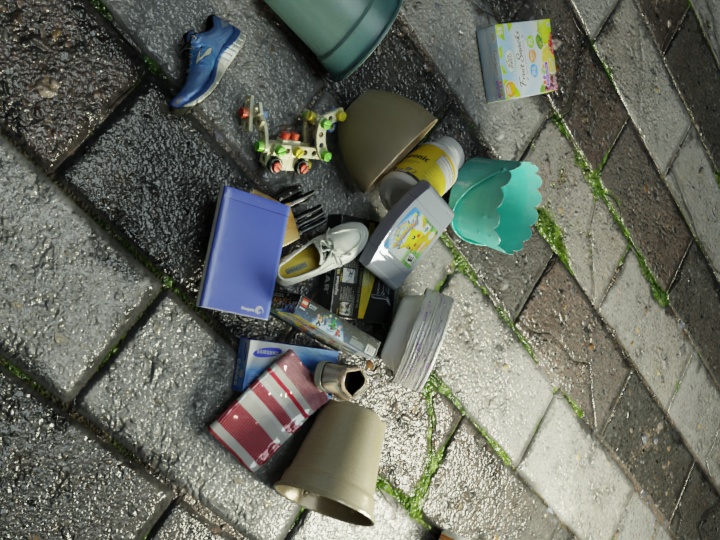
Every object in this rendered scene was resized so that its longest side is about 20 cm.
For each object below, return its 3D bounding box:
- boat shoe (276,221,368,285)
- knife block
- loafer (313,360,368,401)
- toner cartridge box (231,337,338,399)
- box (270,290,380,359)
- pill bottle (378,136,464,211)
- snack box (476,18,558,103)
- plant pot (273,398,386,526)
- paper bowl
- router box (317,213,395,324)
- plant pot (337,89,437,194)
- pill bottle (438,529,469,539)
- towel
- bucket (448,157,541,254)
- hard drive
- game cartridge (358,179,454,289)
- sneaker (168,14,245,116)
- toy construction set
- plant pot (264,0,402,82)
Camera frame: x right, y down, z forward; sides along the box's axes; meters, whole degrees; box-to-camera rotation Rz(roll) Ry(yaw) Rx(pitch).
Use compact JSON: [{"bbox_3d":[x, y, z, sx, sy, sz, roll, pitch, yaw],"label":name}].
[{"bbox_3d":[-0.069,-0.034,1.315,0.200,0.086,0.076,-24,92,-12],"label":"boat shoe"},{"bbox_3d":[-0.155,-0.067,1.300,0.174,0.064,0.203,26,76,-34],"label":"knife block"},{"bbox_3d":[-0.021,0.214,1.366,0.200,0.062,0.073,31,67,-63],"label":"loafer"},{"bbox_3d":[-0.137,0.185,1.336,0.198,0.043,0.097,12,84,-37],"label":"toner cartridge box"},{"bbox_3d":[-0.076,0.099,1.321,0.199,0.136,0.038,34,74,-33],"label":"box"},{"bbox_3d":[0.134,-0.196,1.483,0.200,0.110,0.112,-44,117,-38],"label":"pill bottle"},{"bbox_3d":[0.373,-0.495,1.690,0.198,0.067,0.171,-19,104,-34],"label":"snack box"},{"bbox_3d":[-0.040,0.352,1.342,0.200,0.199,0.185,39,58,-31],"label":"plant pot"},{"bbox_3d":[0.108,0.133,1.443,0.103,0.201,0.203,20,76,2],"label":"paper bowl"},{"bbox_3d":[0.000,0.000,1.428,0.156,0.052,0.203,10,85,-37],"label":"router box"},{"bbox_3d":[0.032,-0.266,1.377,0.135,0.200,0.200,45,63,-2],"label":"plant pot"},{"bbox_3d":[0.193,0.684,1.563,0.112,0.111,0.202,36,71,-32],"label":"pill bottle"},{"bbox_3d":[-0.162,0.255,1.291,0.200,0.023,0.145,-43,126,-13],"label":"towel"},{"bbox_3d":[0.293,-0.147,1.565,0.206,0.134,0.210,-25,123,-45],"label":"bucket"},{"bbox_3d":[-0.196,-0.027,1.215,0.131,0.025,0.203,15,83,-37],"label":"hard drive"},{"bbox_3d":[0.089,-0.069,1.383,0.201,0.040,0.133,-52,135,0],"label":"game cartridge"},{"bbox_3d":[-0.274,-0.346,1.202,0.089,0.078,0.202,36,62,-25],"label":"sneaker"},{"bbox_3d":[-0.127,-0.246,1.299,0.197,0.092,0.133,5,113,-30],"label":"toy construction set"},{"bbox_3d":[-0.058,-0.486,1.293,0.195,0.199,0.202,36,70,-24],"label":"plant pot"}]
